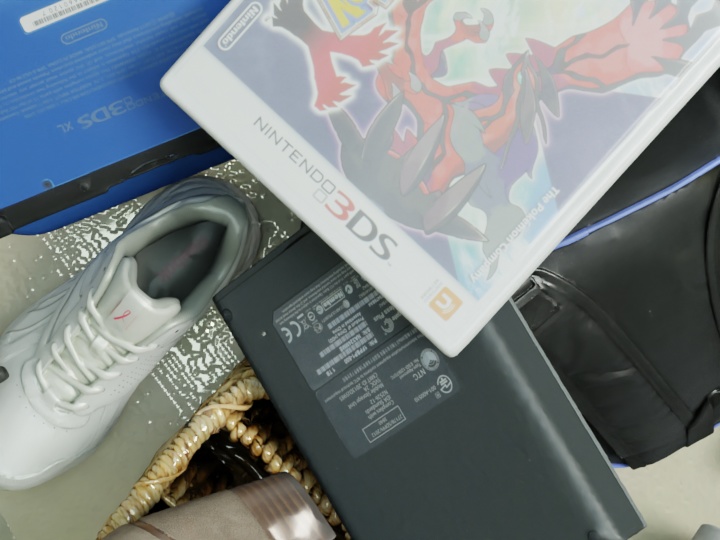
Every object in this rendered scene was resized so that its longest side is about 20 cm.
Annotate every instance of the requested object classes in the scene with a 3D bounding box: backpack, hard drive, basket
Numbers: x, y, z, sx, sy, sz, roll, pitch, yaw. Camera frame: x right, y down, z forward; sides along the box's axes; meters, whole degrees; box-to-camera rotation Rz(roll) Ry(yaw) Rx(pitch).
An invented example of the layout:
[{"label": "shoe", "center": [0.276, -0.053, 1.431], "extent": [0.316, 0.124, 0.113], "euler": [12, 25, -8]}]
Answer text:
[{"label": "backpack", "center": [0.139, -0.012, 1.263], "extent": [0.183, 0.200, 0.147], "euler": [-29, 47, 6]}, {"label": "hard drive", "center": [0.028, 0.065, 1.175], "extent": [0.139, 0.033, 0.200], "euler": [-36, 82, 38]}, {"label": "basket", "center": [-0.013, 0.143, 1.245], "extent": [0.200, 0.149, 0.143], "euler": [42, 99, -2]}]

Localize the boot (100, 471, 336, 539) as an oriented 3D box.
[{"label": "boot", "center": [-0.048, 0.195, 1.156], "extent": [0.146, 0.070, 0.200], "euler": [-36, 86, -17]}]

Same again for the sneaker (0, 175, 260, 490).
[{"label": "sneaker", "center": [-0.129, 0.027, 1.276], "extent": [0.078, 0.099, 0.200], "euler": [39, 84, -3]}]

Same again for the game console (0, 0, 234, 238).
[{"label": "game console", "center": [-0.111, -0.096, 1.226], "extent": [0.199, 0.118, 0.171], "euler": [-22, 117, 7]}]

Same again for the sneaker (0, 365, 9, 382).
[{"label": "sneaker", "center": [-0.276, 0.032, 1.271], "extent": [0.200, 0.071, 0.098], "euler": [28, 88, 5]}]

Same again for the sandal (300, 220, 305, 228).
[{"label": "sandal", "center": [-0.001, 0.000, 1.322], "extent": [0.075, 0.048, 0.201], "euler": [16, 99, -2]}]

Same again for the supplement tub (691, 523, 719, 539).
[{"label": "supplement tub", "center": [0.174, 0.245, 1.276], "extent": [0.140, 0.140, 0.200], "euler": [33, 85, -3]}]

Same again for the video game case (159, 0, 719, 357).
[{"label": "video game case", "center": [0.041, -0.096, 1.121], "extent": [0.182, 0.023, 0.200], "euler": [43, 92, 7]}]
